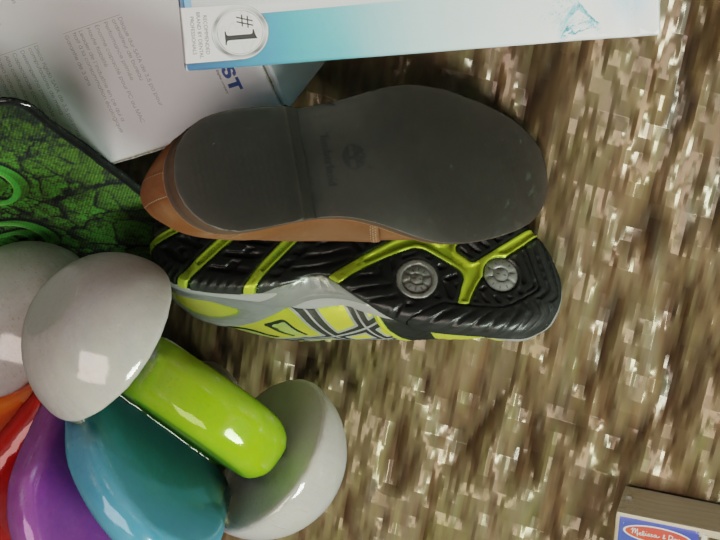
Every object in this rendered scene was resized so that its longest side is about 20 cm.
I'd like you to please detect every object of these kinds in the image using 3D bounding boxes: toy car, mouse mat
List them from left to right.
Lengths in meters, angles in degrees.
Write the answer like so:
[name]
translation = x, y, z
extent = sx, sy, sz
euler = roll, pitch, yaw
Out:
[mouse mat]
translation = -0.180, -0.027, 1.045
extent = 0.160, 0.008, 0.200
euler = -12, 155, 21
[toy car]
translation = -0.121, 0.086, 1.042
extent = 0.175, 0.151, 0.199
euler = 39, 162, -31

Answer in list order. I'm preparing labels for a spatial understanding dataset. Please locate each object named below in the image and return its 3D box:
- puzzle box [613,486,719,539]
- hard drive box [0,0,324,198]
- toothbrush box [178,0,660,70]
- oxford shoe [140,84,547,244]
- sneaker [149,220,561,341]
[puzzle box]
translation = 0.222, 0.188, 1.091
extent = 0.198, 0.025, 0.134
euler = 10, 120, 15
[hard drive box]
translation = -0.135, -0.131, 1.012
extent = 0.198, 0.077, 0.157
euler = -14, 113, 27
[toothbrush box]
translation = 0.020, -0.169, 0.885
extent = 0.198, 0.085, 0.148
euler = -4, 112, -3
[oxford shoe]
translation = -0.007, -0.044, 0.984
extent = 0.071, 0.198, 0.072
euler = -16, 75, 61
[sneaker]
translation = 0.000, 0.000, 1.052
extent = 0.198, 0.076, 0.077
euler = 9, 156, 8
